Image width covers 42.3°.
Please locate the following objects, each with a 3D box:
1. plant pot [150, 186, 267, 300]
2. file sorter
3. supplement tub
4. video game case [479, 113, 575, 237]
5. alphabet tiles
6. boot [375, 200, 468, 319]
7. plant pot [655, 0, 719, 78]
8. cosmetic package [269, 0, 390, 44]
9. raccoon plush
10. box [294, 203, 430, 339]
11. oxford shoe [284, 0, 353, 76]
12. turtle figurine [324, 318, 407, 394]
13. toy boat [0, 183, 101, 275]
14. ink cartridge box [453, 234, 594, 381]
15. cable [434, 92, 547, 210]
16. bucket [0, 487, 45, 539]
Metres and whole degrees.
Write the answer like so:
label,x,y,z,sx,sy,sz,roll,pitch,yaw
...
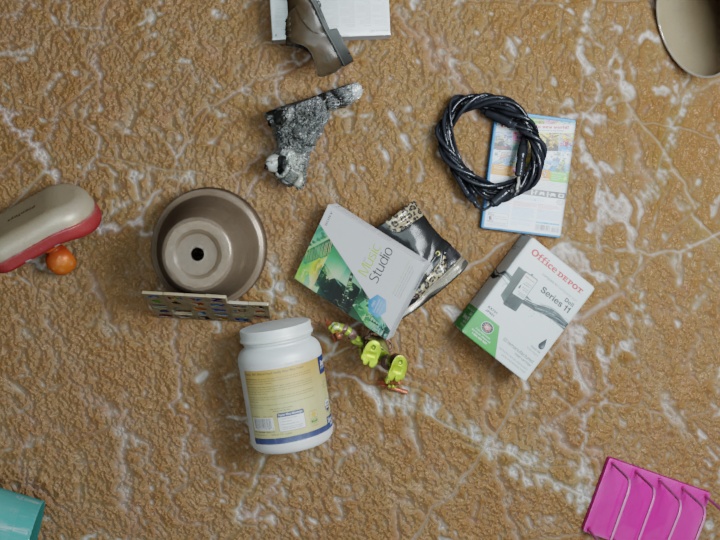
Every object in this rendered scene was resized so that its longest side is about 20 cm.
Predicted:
label,x,y,z,sx,sy,sz,roll,pitch,yaw
plant pot,-0.252,-0.034,1.514,0.197,0.175,0.204,0,94,-3
file sorter,0.512,0.435,1.610,0.197,0.125,0.141,19,95,-4
supplement tub,-0.127,0.189,1.552,0.142,0.144,0.203,-9,96,-1
video game case,0.287,-0.166,1.601,0.141,0.018,0.204,7,95,-2
alphabet tiles,-0.247,0.061,1.530,0.196,0.167,0.008,3,74,-3
boot,0.065,-0.007,1.580,0.199,0.073,0.151,-37,91,9
plant pot,0.624,-0.439,1.524,0.198,0.187,0.190,-24,96,-14
cosmetic package,-0.050,-0.424,1.548,0.196,0.051,0.084,-2,93,-2
raccoon plush,-0.071,-0.219,1.550,0.197,0.097,0.136,-18,103,-1
box,0.000,0.000,1.548,0.199,0.036,0.146,32,107,19
oxford shoe,-0.096,-0.402,1.488,0.084,0.073,0.202,-31,95,4
turtle figurine,0.031,0.143,1.559,0.200,0.161,0.064,45,83,-12
toy boat,-0.516,-0.049,1.543,0.198,0.131,0.132,-28,126,1
ink cartridge box,0.279,0.061,1.588,0.146,0.083,0.201,36,92,-5
cable,0.217,-0.213,1.562,0.162,0.051,0.202,-30,86,13
bucket,-0.612,0.455,1.534,0.133,0.207,0.210,15,94,-10
